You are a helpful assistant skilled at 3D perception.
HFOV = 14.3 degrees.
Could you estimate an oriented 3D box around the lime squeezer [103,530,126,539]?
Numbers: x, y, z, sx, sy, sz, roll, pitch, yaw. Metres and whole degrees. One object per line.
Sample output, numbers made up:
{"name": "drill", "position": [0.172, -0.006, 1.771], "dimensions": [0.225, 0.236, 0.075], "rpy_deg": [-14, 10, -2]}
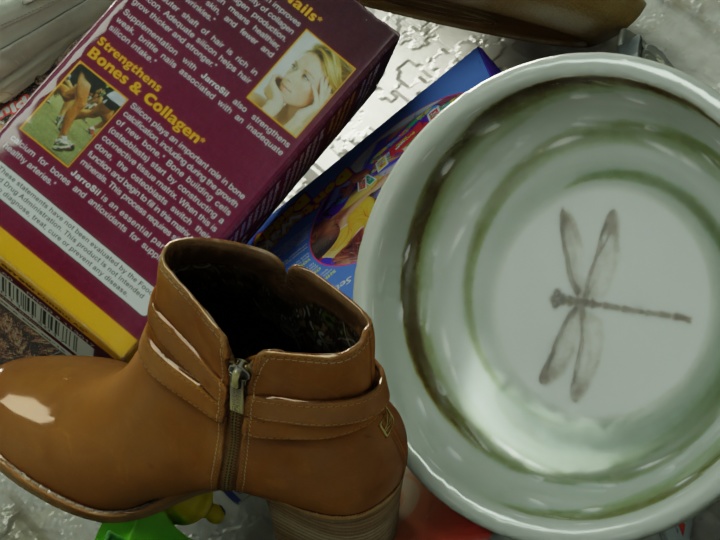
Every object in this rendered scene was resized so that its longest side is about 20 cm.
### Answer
{"name": "lime squeezer", "position": [-0.010, 0.150, 1.199], "dimensions": [0.199, 0.071, 0.038], "rpy_deg": [12, 33, 3]}

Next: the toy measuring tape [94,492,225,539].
{"name": "toy measuring tape", "position": [-0.106, 0.180, 1.240], "dimensions": [0.073, 0.074, 0.200], "rpy_deg": [21, 85, 42]}

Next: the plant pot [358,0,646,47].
{"name": "plant pot", "position": [0.036, -0.136, 1.373], "dimensions": [0.200, 0.200, 0.028], "rpy_deg": [15, 93, 39]}

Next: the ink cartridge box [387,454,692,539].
{"name": "ink cartridge box", "position": [0.071, 0.050, 1.255], "dimensions": [0.162, 0.050, 0.200], "rpy_deg": [-9, 49, 23]}

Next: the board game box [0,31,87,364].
{"name": "board game box", "position": [-0.156, -0.066, 1.467], "dimensions": [0.159, 0.097, 0.200], "rpy_deg": [-25, 41, 8]}

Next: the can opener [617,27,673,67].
{"name": "can opener", "position": [0.115, -0.036, 1.293], "dimensions": [0.067, 0.053, 0.200], "rpy_deg": [-30, 27, 30]}

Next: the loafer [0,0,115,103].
{"name": "loafer", "position": [-0.145, -0.157, 1.420], "dimensions": [0.200, 0.070, 0.070], "rpy_deg": [-41, 42, -10]}

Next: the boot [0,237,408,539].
{"name": "boot", "position": [-0.076, 0.045, 1.157], "dimensions": [0.200, 0.155, 0.077], "rpy_deg": [20, 59, 18]}

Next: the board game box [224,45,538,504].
{"name": "board game box", "position": [0.000, 0.000, 1.294], "dimensions": [0.200, 0.045, 0.135], "rpy_deg": [-38, 25, 11]}

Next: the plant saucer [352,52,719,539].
{"name": "plant saucer", "position": [0.096, 0.013, 1.172], "dimensions": [0.200, 0.050, 0.201], "rpy_deg": [-3, 83, 26]}

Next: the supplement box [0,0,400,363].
{"name": "supplement box", "position": [-0.088, -0.057, 1.305], "dimensions": [0.110, 0.086, 0.200], "rpy_deg": [39, 74, 4]}
